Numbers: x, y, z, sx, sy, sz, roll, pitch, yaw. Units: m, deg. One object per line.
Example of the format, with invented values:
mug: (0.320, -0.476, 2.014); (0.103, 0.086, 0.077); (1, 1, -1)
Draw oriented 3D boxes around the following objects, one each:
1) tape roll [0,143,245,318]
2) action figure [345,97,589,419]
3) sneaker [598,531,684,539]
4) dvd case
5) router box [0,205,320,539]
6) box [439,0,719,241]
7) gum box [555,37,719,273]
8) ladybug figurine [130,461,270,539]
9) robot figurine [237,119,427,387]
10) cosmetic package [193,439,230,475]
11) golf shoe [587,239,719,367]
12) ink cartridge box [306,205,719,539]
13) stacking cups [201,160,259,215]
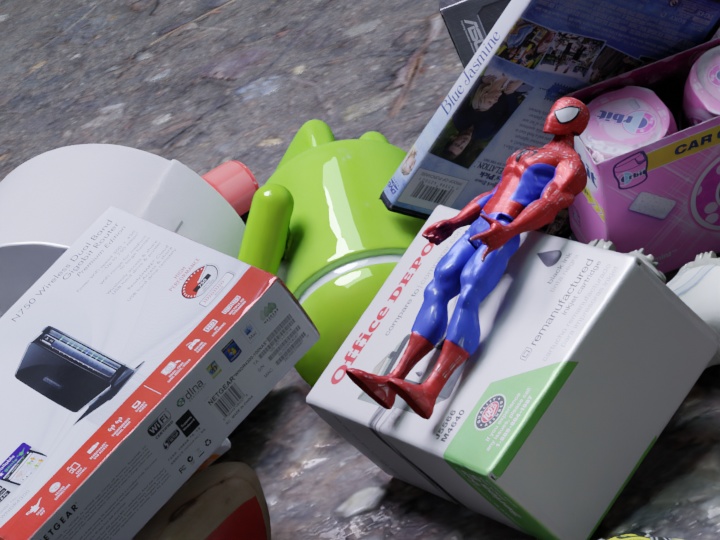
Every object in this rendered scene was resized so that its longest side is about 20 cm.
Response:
tape roll: (-0.169, 0.039, 1.782); (0.203, 0.203, 0.139); (-15, 23, 20)
action figure: (0.068, -0.014, 1.559); (0.200, 0.052, 0.065); (-54, 26, -17)
sneaker: (0.156, 0.160, 1.355); (0.076, 0.075, 0.200); (-34, 26, -23)
dvd case: (0.118, -0.101, 1.711); (0.200, 0.143, 0.018); (-56, 43, 25)
router box: (-0.146, 0.068, 1.551); (0.200, 0.049, 0.179); (-47, 35, -16)
box: (0.157, -0.116, 1.806); (0.158, 0.200, 0.048); (-20, 26, 11)
gum box: (0.225, -0.079, 1.727); (0.200, 0.114, 0.066); (-21, 47, -9)
ladybug figurine: (-0.115, 0.176, 1.557); (0.136, 0.072, 0.200); (-40, -2, 43)
robot figurine: (0.000, 0.000, 1.765); (0.116, 0.175, 0.200); (-55, 36, 36)
cosmetic package: (-0.174, 0.136, 1.642); (0.200, 0.071, 0.101); (-38, -3, -2)
golf shoe: (0.178, 0.043, 1.628); (0.097, 0.078, 0.200); (-53, 26, -20)
ink cartridge box: (0.080, 0.056, 1.590); (0.146, 0.084, 0.200); (-55, 31, -11)
stacking cups: (-0.160, -0.022, 2.091); (0.200, 0.061, 0.061); (-36, 25, -27)
